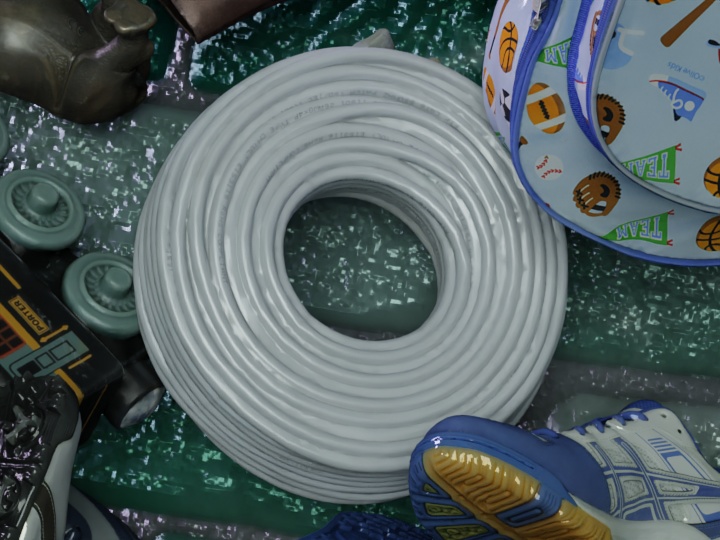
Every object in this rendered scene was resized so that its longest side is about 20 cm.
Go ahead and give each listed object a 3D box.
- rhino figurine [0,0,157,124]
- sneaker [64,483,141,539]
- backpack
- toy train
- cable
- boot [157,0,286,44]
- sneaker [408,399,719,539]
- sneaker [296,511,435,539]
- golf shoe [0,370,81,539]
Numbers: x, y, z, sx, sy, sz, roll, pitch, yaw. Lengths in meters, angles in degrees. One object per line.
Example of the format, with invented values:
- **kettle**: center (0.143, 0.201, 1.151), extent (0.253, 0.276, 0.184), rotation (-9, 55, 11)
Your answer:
- **rhino figurine**: center (-0.186, -0.124, 1.200), extent (0.199, 0.088, 0.060), rotation (18, 51, 9)
- **sneaker**: center (-0.181, 0.103, 1.153), extent (0.200, 0.082, 0.070), rotation (31, 82, 9)
- **backpack**: center (0.146, -0.097, 1.084), extent (0.199, 0.154, 0.191), rotation (17, 116, -11)
- **toy train**: center (-0.178, 0.004, 1.151), extent (0.200, 0.085, 0.114), rotation (46, 43, 12)
- **cable**: center (0.000, 0.000, 1.141), extent (0.200, 0.069, 0.200), rotation (-29, 85, -21)
- **boot**: center (-0.008, -0.147, 1.184), extent (0.166, 0.072, 0.200), rotation (-36, 65, -15)
- **sneaker**: center (0.099, 0.092, 1.104), extent (0.075, 0.200, 0.088), rotation (-16, 56, 44)
- **sneaker**: center (-0.001, 0.152, 1.080), extent (0.070, 0.200, 0.078), rotation (23, 97, 20)
- **golf shoe**: center (-0.148, 0.143, 1.068), extent (0.078, 0.094, 0.201), rotation (12, 80, 50)
